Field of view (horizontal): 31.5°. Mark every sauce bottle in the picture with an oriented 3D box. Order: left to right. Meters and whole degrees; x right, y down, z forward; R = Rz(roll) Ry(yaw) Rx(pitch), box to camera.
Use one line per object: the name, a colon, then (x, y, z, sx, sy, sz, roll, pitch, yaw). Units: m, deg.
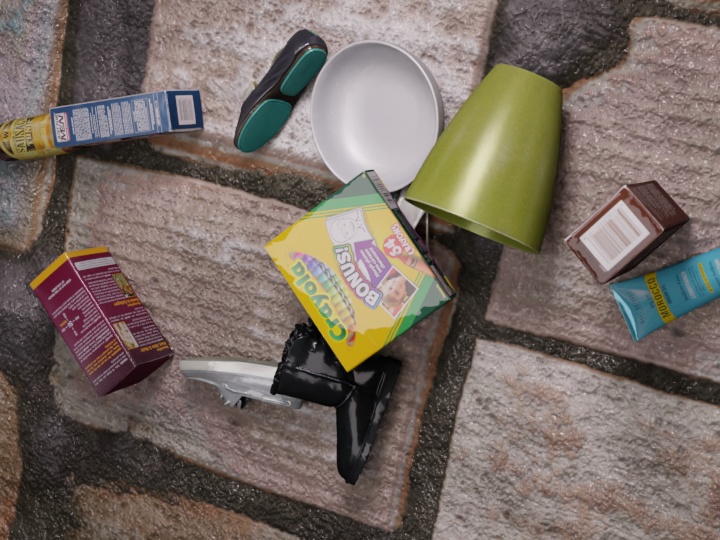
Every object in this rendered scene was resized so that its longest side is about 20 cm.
sauce bottle: (-0.512, -0.198, 1.936, 0.197, 0.066, 0.067, -8, 93, 22)

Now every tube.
tube: (0.413, 0.016, 1.589, 0.199, 0.050, 0.078, -27, 78, 28)

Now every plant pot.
plant pot: (0.176, -0.149, 1.610, 0.185, 0.187, 0.202, 22, 90, 19)

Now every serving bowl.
serving bowl: (0.031, -0.206, 1.701, 0.198, 0.066, 0.203, 7, 104, 32)

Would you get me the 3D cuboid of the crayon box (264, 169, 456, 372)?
crayon box: (0.000, 0.000, 1.673, 0.172, 0.058, 0.201, -35, 86, 15)

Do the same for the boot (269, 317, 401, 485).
boot: (-0.046, 0.178, 1.756, 0.160, 0.073, 0.201, 19, 97, -1)

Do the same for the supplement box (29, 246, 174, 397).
supplement box: (-0.381, 0.073, 1.887, 0.085, 0.110, 0.201, -37, 81, 22)

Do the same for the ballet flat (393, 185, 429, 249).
ballet flat: (0.056, -0.014, 1.726, 0.069, 0.069, 0.203, 18, 102, 19)

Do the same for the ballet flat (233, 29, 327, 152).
ballet flat: (-0.117, -0.254, 1.770, 0.073, 0.073, 0.200, 46, 116, 11)

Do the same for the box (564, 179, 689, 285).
box: (0.323, -0.050, 1.531, 0.100, 0.200, 0.075, -43, 77, 20)

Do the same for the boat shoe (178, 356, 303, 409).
boat shoe: (-0.172, 0.164, 1.831, 0.198, 0.070, 0.073, 5, 92, 19)

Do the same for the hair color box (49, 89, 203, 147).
hair color box: (-0.337, -0.219, 1.841, 0.197, 0.100, 0.061, -4, 96, 23)
